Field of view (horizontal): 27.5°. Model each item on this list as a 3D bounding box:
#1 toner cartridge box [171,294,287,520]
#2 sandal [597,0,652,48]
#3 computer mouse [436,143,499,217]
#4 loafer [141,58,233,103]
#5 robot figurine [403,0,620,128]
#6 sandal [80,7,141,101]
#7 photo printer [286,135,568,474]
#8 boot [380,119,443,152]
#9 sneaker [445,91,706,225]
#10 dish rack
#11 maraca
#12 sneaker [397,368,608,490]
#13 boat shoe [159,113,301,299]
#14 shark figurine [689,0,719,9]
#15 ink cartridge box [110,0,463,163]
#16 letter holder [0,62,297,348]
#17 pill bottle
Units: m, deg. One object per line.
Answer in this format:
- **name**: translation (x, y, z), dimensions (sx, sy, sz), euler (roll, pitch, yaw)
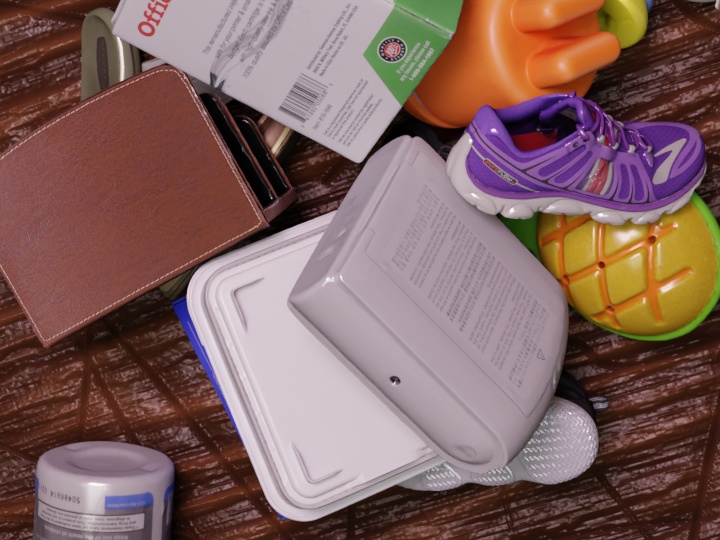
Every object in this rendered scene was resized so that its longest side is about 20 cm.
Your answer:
- **toner cartridge box**: translation (-0.066, 0.094, 1.180), dimensions (0.095, 0.043, 0.201), euler (-23, 95, 41)
- **sandal**: translation (0.142, -0.246, 1.107), dimensions (0.200, 0.080, 0.087), euler (34, 65, 10)
- **computer mouse**: translation (0.109, -0.015, 1.104), dimensions (0.034, 0.059, 0.200), euler (-36, 123, -15)
- **loafer**: translation (-0.083, -0.188, 1.146), dimensions (0.200, 0.070, 0.070), euler (-33, 100, 13)
- **robot figurine**: translation (0.094, -0.165, 1.072), dimensions (0.144, 0.200, 0.117), euler (35, 69, -32)
- **sandal**: translation (-0.211, -0.107, 1.171), dimensions (0.080, 0.057, 0.202), euler (-4, 93, 44)
- **photo printer**: translation (0.059, 0.028, 1.009), dimensions (0.200, 0.167, 0.069), euler (44, 136, -18)
- **boot**: translation (0.000, 0.000, 1.117), dimensions (0.168, 0.076, 0.201), euler (-17, 103, -28)
- **sneaker**: translation (0.159, -0.082, 1.008), dimensions (0.199, 0.081, 0.084), euler (-5, 141, -25)
- **dish rack**: translation (-0.014, 0.061, 1.047), dimensions (0.171, 0.044, 0.201), euler (-22, 87, -15)
- **maraca**: translation (0.183, -0.029, 1.110), dimensions (0.200, 0.107, 0.137), euler (35, 118, 19)
- **sneaker**: translation (0.094, 0.118, 1.144), dimensions (0.199, 0.114, 0.076), euler (-1, 104, 21)
- **boat shoe**: translation (-0.114, -0.070, 1.167), dimensions (0.068, 0.072, 0.200), euler (39, 105, 0)
- **shark figurine**: translation (0.247, -0.234, 1.071), dimensions (0.090, 0.214, 0.128), euler (46, 141, 37)
- **ink cartridge box**: translation (-0.049, -0.183, 0.992), dimensions (0.200, 0.083, 0.147), euler (27, 139, -12)
- **letter holder**: translation (-0.173, -0.058, 1.091), dimensions (0.200, 0.101, 0.142), euler (-28, 97, 15)
- **pill bottle**: translation (-0.214, 0.251, 1.210), dimensions (0.113, 0.114, 0.201), euler (6, 99, 8)
